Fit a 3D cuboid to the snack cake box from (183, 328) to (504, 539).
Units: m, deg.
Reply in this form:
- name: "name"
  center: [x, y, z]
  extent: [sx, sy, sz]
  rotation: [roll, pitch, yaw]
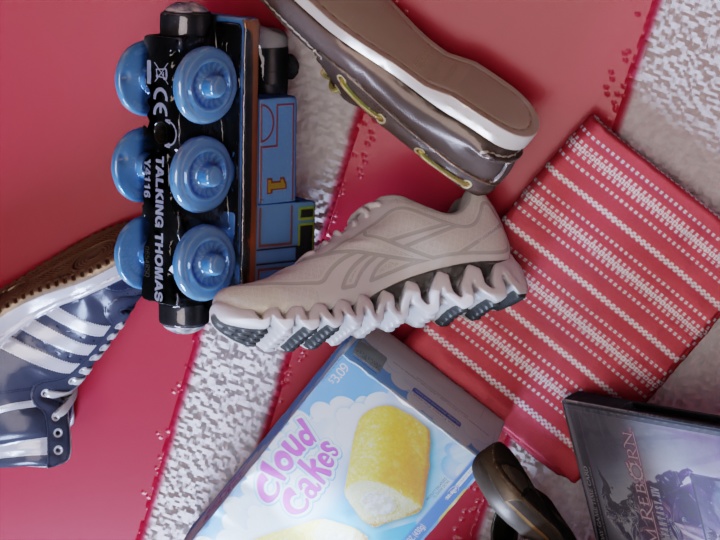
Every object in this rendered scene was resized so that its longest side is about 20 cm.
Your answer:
- name: "snack cake box"
  center: [-0.016, 0.141, 1.718]
  extent: [0.115, 0.067, 0.200]
  rotation: [37, 115, -3]

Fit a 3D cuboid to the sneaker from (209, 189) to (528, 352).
- name: "sneaker"
  center: [0.000, 0.000, 1.636]
  extent: [0.200, 0.075, 0.081]
  rotation: [-10, 82, -23]

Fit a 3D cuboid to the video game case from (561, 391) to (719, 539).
- name: "video game case"
  center: [0.204, 0.151, 1.629]
  extent: [0.200, 0.019, 0.143]
  rotation: [7, 116, 54]

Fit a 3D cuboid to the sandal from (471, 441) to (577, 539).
- name: "sandal"
  center: [0.106, 0.175, 1.676]
  extent: [0.055, 0.082, 0.200]
  rotation: [-34, 143, 4]

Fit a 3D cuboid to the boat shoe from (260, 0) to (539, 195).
- name: "boat shoe"
  center: [0.012, -0.121, 1.644]
  extent: [0.200, 0.072, 0.060]
  rotation: [35, 124, 4]

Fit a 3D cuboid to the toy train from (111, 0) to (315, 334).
- name: "toy train"
  center: [-0.086, -0.063, 1.649]
  extent: [0.087, 0.114, 0.200]
  rotation: [10, 103, 47]

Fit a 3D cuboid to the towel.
- name: "towel"
  center: [0.136, 0.021, 1.692]
  extent: [0.145, 0.022, 0.200]
  rotation: [38, 108, -4]

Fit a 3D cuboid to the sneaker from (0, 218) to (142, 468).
- name: "sneaker"
  center: [-0.180, 0.051, 1.728]
  extent: [0.200, 0.070, 0.109]
  rotation: [-28, 108, 10]
